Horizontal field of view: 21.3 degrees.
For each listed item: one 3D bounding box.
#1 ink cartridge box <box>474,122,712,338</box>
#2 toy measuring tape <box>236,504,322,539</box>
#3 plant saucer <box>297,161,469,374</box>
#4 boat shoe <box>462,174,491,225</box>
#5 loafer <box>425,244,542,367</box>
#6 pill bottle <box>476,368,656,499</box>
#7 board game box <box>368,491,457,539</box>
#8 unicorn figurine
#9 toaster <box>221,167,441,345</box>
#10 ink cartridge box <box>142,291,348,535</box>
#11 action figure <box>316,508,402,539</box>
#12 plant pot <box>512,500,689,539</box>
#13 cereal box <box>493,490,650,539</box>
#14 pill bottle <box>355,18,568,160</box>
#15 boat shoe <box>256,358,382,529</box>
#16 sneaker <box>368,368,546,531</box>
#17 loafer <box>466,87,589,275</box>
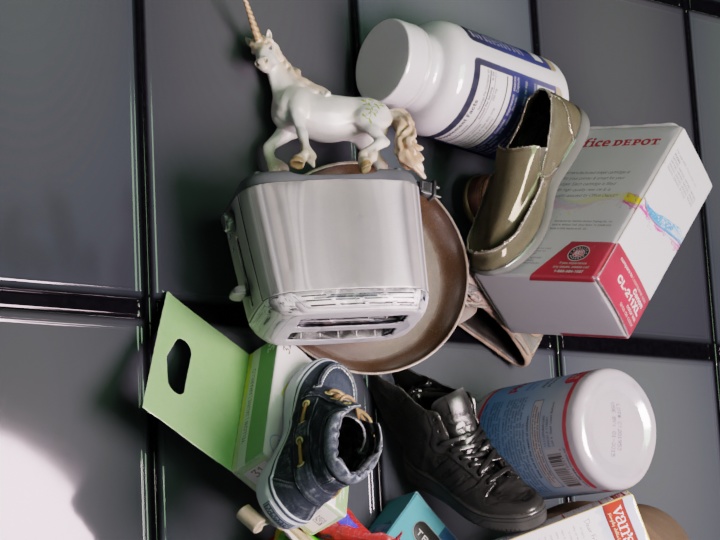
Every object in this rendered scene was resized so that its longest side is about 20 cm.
[{"bbox_3d":[0.222,-0.039,1.804,0.201,0.145,0.083,-56,127,-30],"label":"ink cartridge box"},{"bbox_3d":[-0.069,0.248,1.609,0.200,0.073,0.074,41,51,-62],"label":"toy measuring tape"},{"bbox_3d":[0.000,0.000,1.735,0.198,0.032,0.202,5,72,-15],"label":"plant saucer"},{"bbox_3d":[0.187,-0.044,1.920,0.199,0.067,0.073,30,62,-32],"label":"boat shoe"},{"bbox_3d":[0.106,0.034,1.836,0.199,0.072,0.064,26,71,-37],"label":"loafer"},{"bbox_3d":[0.168,0.157,1.770,0.108,0.199,0.110,10,74,-38],"label":"pill bottle"},{"bbox_3d":[0.035,0.324,1.709,0.151,0.047,0.200,49,53,-12],"label":"board game box"},{"bbox_3d":[-0.039,-0.140,1.735,0.198,0.074,0.138,20,51,-23],"label":"unicorn figurine"},{"bbox_3d":[-0.020,-0.011,1.654,0.198,0.114,0.131,-2,71,-19],"label":"toaster"},{"bbox_3d":[-0.089,0.113,1.630,0.200,0.048,0.146,42,32,-27],"label":"ink cartridge box"},{"bbox_3d":[0.016,0.245,1.651,0.052,0.199,0.065,-55,157,0],"label":"action figure"},{"bbox_3d":[0.241,0.304,1.827,0.174,0.199,0.202,-19,93,-59],"label":"plant pot"},{"bbox_3d":[0.171,0.296,1.689,0.198,0.040,0.145,-20,89,-1],"label":"cereal box"},{"bbox_3d":[0.096,-0.176,1.844,0.199,0.111,0.112,15,71,-37],"label":"pill bottle"},{"bbox_3d":[-0.018,0.128,1.581,0.071,0.091,0.201,46,31,-18],"label":"boat shoe"},{"bbox_3d":[0.087,0.155,1.728,0.060,0.199,0.105,-21,119,-37],"label":"sneaker"},{"bbox_3d":[0.144,-0.086,1.780,0.070,0.075,0.201,46,59,-37],"label":"loafer"}]
